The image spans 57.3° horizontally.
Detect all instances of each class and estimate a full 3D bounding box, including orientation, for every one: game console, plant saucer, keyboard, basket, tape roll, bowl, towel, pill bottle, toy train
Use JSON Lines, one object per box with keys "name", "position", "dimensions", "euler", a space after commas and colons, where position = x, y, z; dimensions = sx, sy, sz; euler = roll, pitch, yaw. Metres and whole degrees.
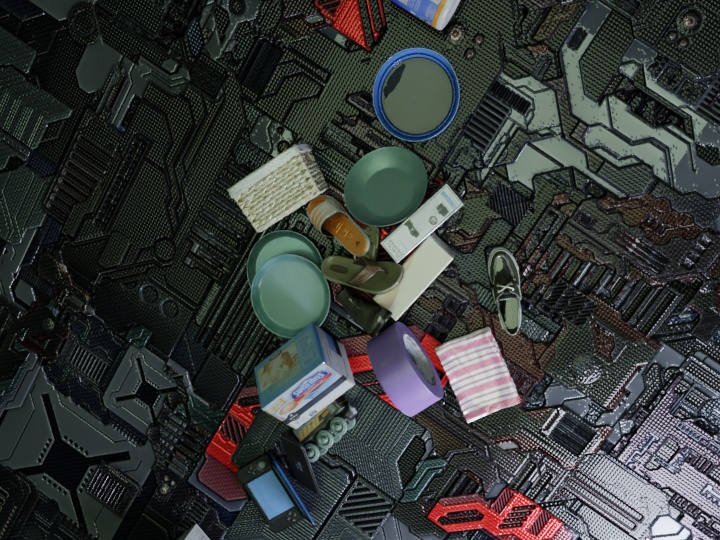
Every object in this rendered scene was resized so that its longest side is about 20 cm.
{"name": "game console", "position": [-0.218, 0.578, 1.675], "dimensions": [0.169, 0.118, 0.202], "euler": [-32, 93, 13]}
{"name": "plant saucer", "position": [-0.181, 0.002, 1.615], "dimensions": [0.196, 0.027, 0.205], "euler": [2, 100, 10]}
{"name": "keyboard", "position": [-0.165, 0.475, 1.650], "dimensions": [0.125, 0.021, 0.203], "euler": [17, 135, 32]}
{"name": "basket", "position": [-0.185, -0.192, 1.530], "dimensions": [0.198, 0.136, 0.125], "euler": [-29, 98, 13]}
{"name": "tape roll", "position": [0.103, 0.225, 1.514], "dimensions": [0.084, 0.200, 0.202], "euler": [-34, 93, 14]}
{"name": "bowl", "position": [0.126, -0.395, 1.486], "dimensions": [0.196, 0.039, 0.205], "euler": [2, 100, 9]}
{"name": "plant saucer", "position": [0.060, -0.186, 1.505], "dimensions": [0.197, 0.039, 0.205], "euler": [-7, 67, 15]}
{"name": "plant saucer", "position": [-0.167, 0.061, 1.588], "dimensions": [0.196, 0.027, 0.205], "euler": [2, 99, 9]}
{"name": "towel", "position": [0.280, 0.250, 1.575], "dimensions": [0.144, 0.030, 0.203], "euler": [-23, 95, 12]}
{"name": "pill bottle", "position": [0.117, -0.617, 1.412], "dimensions": [0.198, 0.112, 0.113], "euler": [33, 104, 4]}
{"name": "toy train", "position": [-0.098, 0.386, 1.644], "dimensions": [0.200, 0.085, 0.114], "euler": [-45, 77, 17]}

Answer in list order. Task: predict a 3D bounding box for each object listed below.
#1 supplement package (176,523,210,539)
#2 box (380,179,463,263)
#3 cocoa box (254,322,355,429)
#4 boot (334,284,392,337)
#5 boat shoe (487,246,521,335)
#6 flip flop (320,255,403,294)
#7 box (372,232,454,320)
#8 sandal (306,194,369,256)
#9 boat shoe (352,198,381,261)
{"name": "supplement package", "position": [-0.448, 0.825, 1.741], "dimensions": [0.151, 0.151, 0.201], "euler": [-41, 91, 13]}
{"name": "box", "position": [0.140, -0.112, 1.492], "dimensions": [0.199, 0.117, 0.060], "euler": [-42, 94, 15]}
{"name": "cocoa box", "position": [-0.136, 0.252, 1.573], "dimensions": [0.199, 0.134, 0.131], "euler": [-38, 132, 14]}
{"name": "boot", "position": [-0.004, 0.086, 1.517], "dimensions": [0.130, 0.200, 0.068], "euler": [43, 78, -4]}
{"name": "boat shoe", "position": [0.338, 0.047, 1.512], "dimensions": [0.069, 0.064, 0.204], "euler": [-11, 98, 11]}
{"name": "flip flop", "position": [0.000, 0.000, 1.489], "dimensions": [0.196, 0.058, 0.082], "euler": [12, 70, 16]}
{"name": "box", "position": [0.125, 0.012, 1.529], "dimensions": [0.078, 0.095, 0.200], "euler": [42, 102, 1]}
{"name": "sandal", "position": [-0.059, -0.110, 1.524], "dimensions": [0.206, 0.059, 0.080], "euler": [41, 107, 28]}
{"name": "boat shoe", "position": [0.010, -0.070, 1.551], "dimensions": [0.070, 0.063, 0.205], "euler": [3, 99, 11]}
